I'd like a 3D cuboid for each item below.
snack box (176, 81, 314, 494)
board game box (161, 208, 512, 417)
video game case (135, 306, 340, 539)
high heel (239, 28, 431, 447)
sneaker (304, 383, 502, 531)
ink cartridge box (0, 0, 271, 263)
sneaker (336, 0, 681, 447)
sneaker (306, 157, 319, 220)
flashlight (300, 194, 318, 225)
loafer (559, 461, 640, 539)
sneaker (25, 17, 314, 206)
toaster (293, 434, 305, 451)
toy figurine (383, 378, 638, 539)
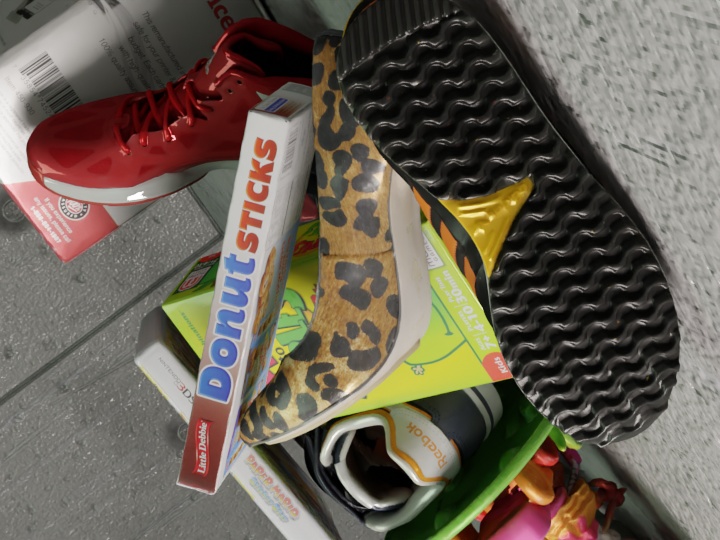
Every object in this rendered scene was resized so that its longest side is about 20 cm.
[{"bbox_3d":[-0.055,0.009,0.771,0.024,0.201,0.072,16,-160,7],"label":"snack box"},{"bbox_3d":[-0.005,0.023,0.838,0.199,0.048,0.102,-17,117,39],"label":"board game box"},{"bbox_3d":[-0.080,0.107,1.004,0.182,0.023,0.200,50,178,-8],"label":"video game case"},{"bbox_3d":[-0.022,-0.012,0.735,0.143,0.200,0.071,50,-155,1],"label":"high heel"},{"bbox_3d":[0.003,0.111,0.910,0.078,0.079,0.200,46,148,-2],"label":"sneaker"},{"bbox_3d":[-0.157,-0.127,0.988,0.147,0.199,0.083,58,175,-36],"label":"ink cartridge box"},{"bbox_3d":[0.060,-0.027,0.598,0.201,0.070,0.090,55,-172,-16],"label":"sneaker"},{"bbox_3d":[0.012,-0.011,0.896,0.201,0.083,0.072,56,173,-24],"label":"sneaker"},{"bbox_3d":[0.000,0.000,0.987,0.067,0.068,0.201,-5,-122,-44],"label":"flashlight"},{"bbox_3d":[0.147,0.198,1.040,0.200,0.071,0.063,-124,37,-60],"label":"loafer"},{"bbox_3d":[-0.104,-0.103,0.889,0.116,0.198,0.079,87,172,-60],"label":"sneaker"},{"bbox_3d":[-0.026,0.057,1.075,0.129,0.113,0.200,46,167,25],"label":"toaster"},{"bbox_3d":[0.131,0.167,0.906,0.184,0.150,0.200,44,-164,-5],"label":"toy figurine"}]
